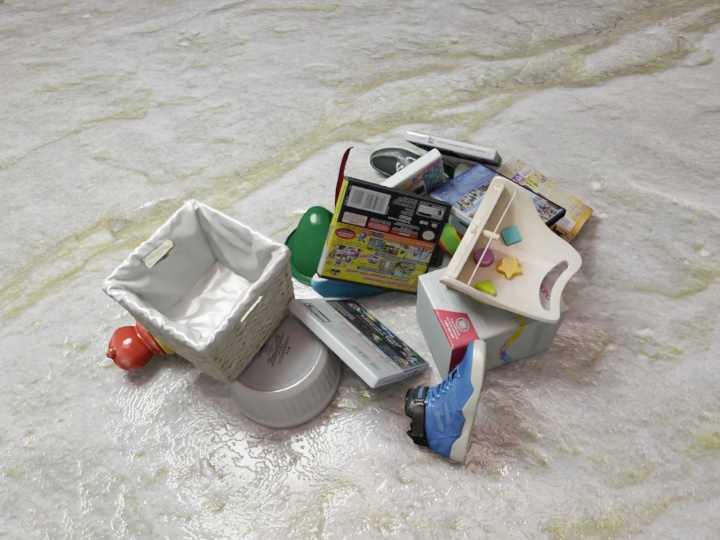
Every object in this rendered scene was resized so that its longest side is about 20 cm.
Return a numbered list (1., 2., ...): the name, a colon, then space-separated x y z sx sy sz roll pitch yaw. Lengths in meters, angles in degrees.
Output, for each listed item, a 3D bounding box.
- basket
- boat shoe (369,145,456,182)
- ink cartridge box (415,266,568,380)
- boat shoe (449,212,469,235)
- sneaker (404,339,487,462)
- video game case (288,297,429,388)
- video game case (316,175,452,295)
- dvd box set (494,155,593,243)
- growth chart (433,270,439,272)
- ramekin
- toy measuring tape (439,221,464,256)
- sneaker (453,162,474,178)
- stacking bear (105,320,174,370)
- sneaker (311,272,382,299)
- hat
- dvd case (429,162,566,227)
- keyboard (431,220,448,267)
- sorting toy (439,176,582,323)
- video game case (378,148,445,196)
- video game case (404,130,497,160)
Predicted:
1. basket: -0.232 0.034 0.779 0.200 0.161 0.198 28 61 16
2. boat shoe: 0.111 -0.223 1.119 0.200 0.076 0.060 11 47 13
3. ink cartridge box: 0.212 0.074 0.859 0.200 0.145 0.145 -16 55 -7
4. boat shoe: 0.259 -0.070 0.960 0.200 0.072 0.062 35 59 -14
5. sneaker: 0.123 0.188 0.770 0.111 0.200 0.077 14 23 16
6. video game case: 0.001 0.111 0.850 0.200 0.182 0.023 39 108 27
7. video game case: 0.041 -0.055 0.892 0.200 0.181 0.026 11 20 -20
8. dvd box set: 0.358 -0.145 1.019 0.200 0.029 0.146 39 45 13
9. growth chart: 0.204 -0.001 0.918 0.200 0.145 0.018 -17 68 -10
10. ramekin: -0.135 0.153 0.858 0.200 0.105 0.200 -2 55 3
11. toy measuring tape: 0.187 -0.097 1.024 0.073 0.074 0.200 -4 56 2
12. sneaker: 0.275 -0.148 1.056 0.082 0.077 0.200 -9 64 -34
13. stacking bear: -0.354 0.100 0.912 0.200 0.121 0.114 -36 70 -16
14. sneaker: 0.000 0.000 0.976 0.200 0.077 0.081 -12 56 -15
15. hat: -0.084 -0.100 0.986 0.165 0.176 0.200 -4 55 2
16. dvd case: 0.243 -0.119 0.913 0.143 0.018 0.200 -32 52 -25
17. keyboard: 0.119 -0.096 1.064 0.127 0.021 0.200 7 55 9
18. sorting toy: 0.236 -0.009 0.772 0.180 0.107 0.200 28 68 10
19. video game case: 0.072 -0.121 0.956 0.200 0.182 0.024 -33 65 1
20. video game case: 0.203 -0.256 1.077 0.182 0.200 0.023 17 102 16
